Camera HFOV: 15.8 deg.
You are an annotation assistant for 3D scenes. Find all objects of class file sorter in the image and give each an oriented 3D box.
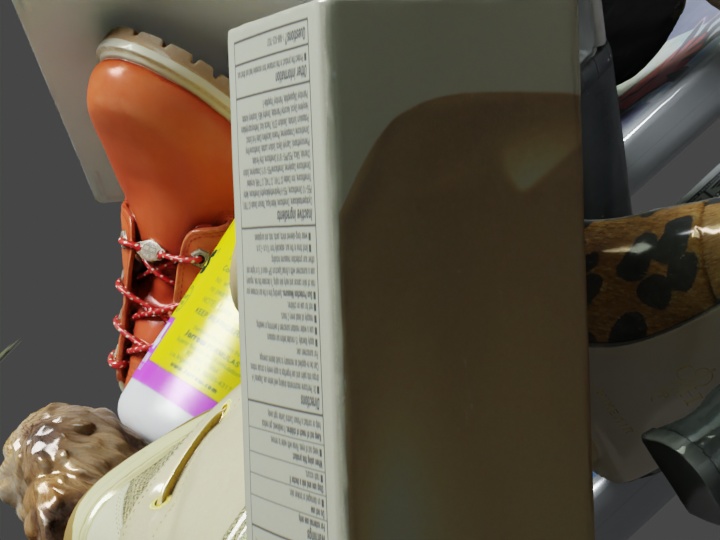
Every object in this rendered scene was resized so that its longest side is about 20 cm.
[{"bbox_3d":[-0.061,-0.131,1.095,0.200,0.138,0.125,77,-170,-65],"label":"file sorter"}]

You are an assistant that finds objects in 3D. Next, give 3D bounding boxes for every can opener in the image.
[{"bbox_3d":[0.074,-0.077,0.914,0.053,0.201,0.067,20,50,33],"label":"can opener"}]

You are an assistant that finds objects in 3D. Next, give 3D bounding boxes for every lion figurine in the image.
[{"bbox_3d":[-0.098,0.132,0.896,0.072,0.123,0.200,-38,13,28],"label":"lion figurine"}]

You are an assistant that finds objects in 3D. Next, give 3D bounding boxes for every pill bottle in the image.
[{"bbox_3d":[0.000,0.000,0.996,0.201,0.104,0.104,-57,12,-7],"label":"pill bottle"}]

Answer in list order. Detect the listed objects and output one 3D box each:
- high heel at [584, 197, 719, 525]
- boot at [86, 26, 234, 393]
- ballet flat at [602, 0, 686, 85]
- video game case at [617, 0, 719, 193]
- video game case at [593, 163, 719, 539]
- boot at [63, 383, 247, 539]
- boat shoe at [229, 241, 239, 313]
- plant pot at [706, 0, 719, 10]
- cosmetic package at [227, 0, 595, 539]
[{"bbox_3d":[0.110,-0.004,0.739,0.142,0.072,0.200,-37,23,-9],"label":"high heel"},{"bbox_3d":[-0.068,-0.001,1.048,0.075,0.201,0.107,12,51,42],"label":"boot"},{"bbox_3d":[0.069,-0.095,1.073,0.200,0.066,0.057,-32,44,57],"label":"ballet flat"},{"bbox_3d":[0.091,-0.051,1.122,0.200,0.023,0.182,-42,11,11],"label":"video game case"},{"bbox_3d":[0.085,0.039,0.848,0.200,0.023,0.182,-43,11,3],"label":"video game case"},{"bbox_3d":[0.009,0.053,0.824,0.199,0.073,0.155,-35,15,-18],"label":"boot"},{"bbox_3d":[-0.001,-0.039,0.862,0.066,0.075,0.200,-5,22,12],"label":"boat shoe"},{"bbox_3d":[0.183,-0.140,0.785,0.200,0.200,0.174,-42,27,9],"label":"plant pot"},{"bbox_3d":[0.013,0.031,0.688,0.071,0.202,0.105,-3,3,-17],"label":"cosmetic package"}]
